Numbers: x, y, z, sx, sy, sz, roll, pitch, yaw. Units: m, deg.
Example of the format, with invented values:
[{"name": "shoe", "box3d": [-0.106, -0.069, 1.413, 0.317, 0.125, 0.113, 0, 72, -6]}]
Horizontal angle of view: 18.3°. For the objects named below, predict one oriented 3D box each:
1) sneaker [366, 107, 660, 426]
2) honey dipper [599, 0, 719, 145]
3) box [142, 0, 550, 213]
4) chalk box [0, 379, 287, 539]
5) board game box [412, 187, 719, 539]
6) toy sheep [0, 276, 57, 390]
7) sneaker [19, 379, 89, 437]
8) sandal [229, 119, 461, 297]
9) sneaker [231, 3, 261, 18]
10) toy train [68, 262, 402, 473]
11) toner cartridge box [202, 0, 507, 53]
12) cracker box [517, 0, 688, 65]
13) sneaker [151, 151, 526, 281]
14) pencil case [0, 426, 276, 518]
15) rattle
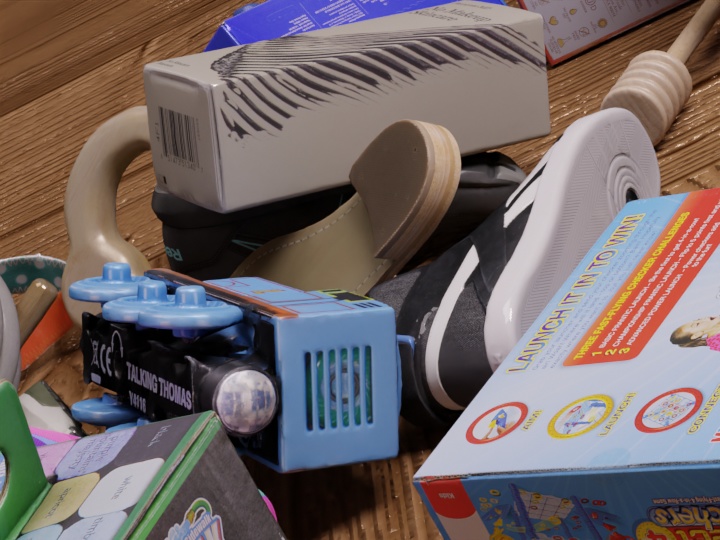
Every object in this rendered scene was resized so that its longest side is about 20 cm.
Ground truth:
[{"name": "sneaker", "box3d": [0.063, -0.006, 1.055, 0.112, 0.073, 0.200, -14, 26, 35]}, {"name": "honey dipper", "box3d": [0.182, -0.130, 1.237, 0.038, 0.038, 0.200, -13, 25, 34]}, {"name": "box", "box3d": [-0.005, -0.087, 1.150, 0.199, 0.069, 0.082, -16, 20, -30]}, {"name": "chalk box", "box3d": [-0.096, 0.135, 0.764, 0.124, 0.200, 0.125, -14, 25, 32]}, {"name": "board game box", "box3d": [0.151, 0.037, 0.874, 0.195, 0.056, 0.200, -8, 30, 43]}, {"name": "toy sheep", "box3d": [-0.229, 0.037, 1.126, 0.137, 0.200, 0.138, -10, 66, 25]}, {"name": "sneaker", "box3d": [-0.151, 0.120, 1.062, 0.089, 0.077, 0.200, -41, 16, -5]}, {"name": "sandal", "box3d": [0.001, 0.005, 1.121, 0.212, 0.069, 0.078, -45, 47, 40]}, {"name": "sneaker", "box3d": [-0.072, -0.124, 1.465, 0.075, 0.088, 0.200, -12, 29, 33]}, {"name": "toy train", "box3d": [-0.062, 0.043, 1.024, 0.114, 0.087, 0.200, -3, 7, -23]}, {"name": "toner cartridge box", "box3d": [0.005, -0.129, 1.308, 0.200, 0.095, 0.043, -31, -12, -43]}, {"name": "cracker box", "box3d": [0.189, -0.212, 1.378, 0.199, 0.058, 0.134, -25, 22, 10]}, {"name": "sneaker", "box3d": [-0.009, -0.024, 1.197, 0.199, 0.080, 0.075, -6, 16, 3]}, {"name": "pencil case", "box3d": [-0.127, 0.098, 0.889, 0.088, 0.200, 0.089, -27, 51, 39]}, {"name": "rattle", "box3d": [-0.118, -0.019, 1.318, 0.200, 0.130, 0.143, -47, 0, 31]}]
